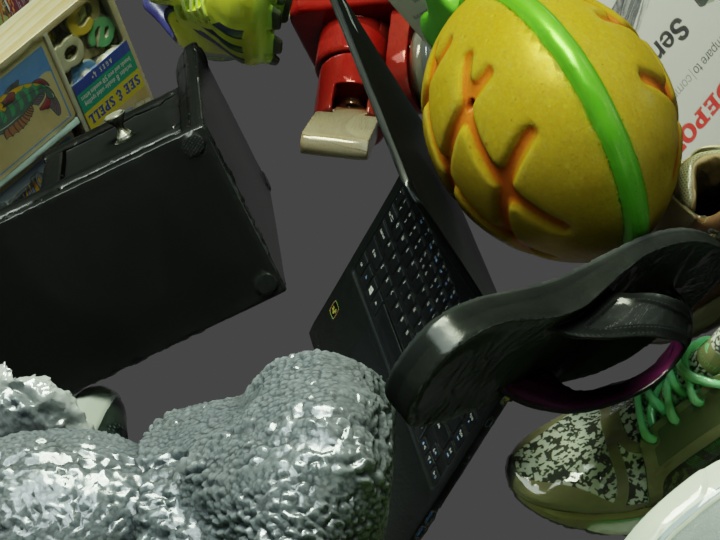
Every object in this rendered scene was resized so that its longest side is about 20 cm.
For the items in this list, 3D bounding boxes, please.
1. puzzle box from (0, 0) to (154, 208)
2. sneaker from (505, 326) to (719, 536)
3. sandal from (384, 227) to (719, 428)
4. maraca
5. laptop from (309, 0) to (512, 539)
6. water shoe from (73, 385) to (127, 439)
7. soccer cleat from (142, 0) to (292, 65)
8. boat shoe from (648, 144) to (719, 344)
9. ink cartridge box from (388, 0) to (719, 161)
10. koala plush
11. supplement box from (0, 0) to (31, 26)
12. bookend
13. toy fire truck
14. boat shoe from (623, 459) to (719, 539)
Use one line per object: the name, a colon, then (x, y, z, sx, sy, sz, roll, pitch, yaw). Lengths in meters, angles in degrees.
puzzle box: (-0.192, -0.050, 1.464, 0.025, 0.133, 0.200, 29, 62, 37)
sneaker: (0.156, 0.051, 1.236, 0.200, 0.089, 0.077, -17, 41, 6)
sandal: (0.092, 0.035, 1.171, 0.200, 0.075, 0.048, -19, 57, -43)
maraca: (0.076, -0.071, 1.255, 0.107, 0.137, 0.200, -24, 24, -14)
laptop: (0.000, 0.000, 1.267, 0.103, 0.200, 0.177, 15, 33, -26)
water shoe: (-0.107, 0.140, 1.286, 0.079, 0.072, 0.200, 4, 47, -4)
soccer cleat: (-0.079, -0.144, 1.462, 0.084, 0.200, 0.065, 16, 88, -8)
boat shoe: (0.170, -0.024, 1.269, 0.200, 0.074, 0.076, -22, 21, 52)
ink cartridge box: (0.112, -0.140, 1.369, 0.146, 0.200, 0.084, -49, 13, -28)
koala plush: (-0.089, 0.112, 1.161, 0.200, 0.184, 0.178, 5, 46, 0)
supplement box: (-0.231, -0.124, 1.575, 0.086, 0.110, 0.200, -18, 40, 5)
bookend: (-0.147, -0.014, 1.393, 0.198, 0.092, 0.200, -25, 16, 4)
toy fire truck: (0.042, -0.112, 1.452, 0.176, 0.129, 0.200, -4, 55, 19)
boat shoe: (0.196, 0.109, 1.171, 0.201, 0.070, 0.072, -28, 38, -10)
